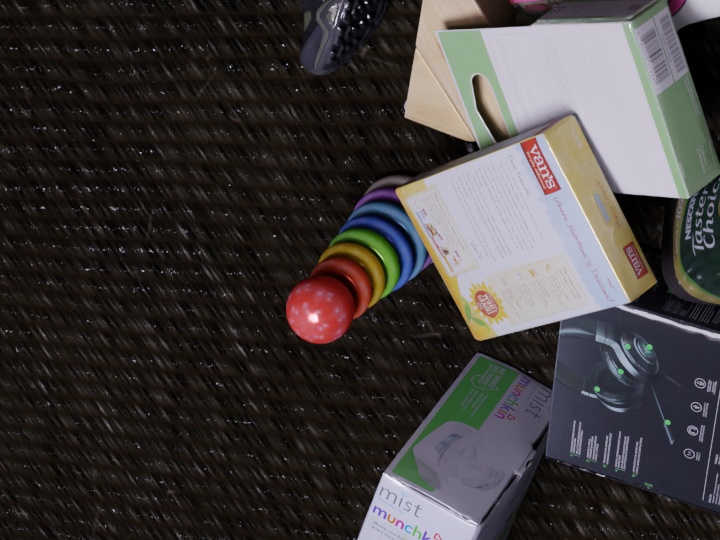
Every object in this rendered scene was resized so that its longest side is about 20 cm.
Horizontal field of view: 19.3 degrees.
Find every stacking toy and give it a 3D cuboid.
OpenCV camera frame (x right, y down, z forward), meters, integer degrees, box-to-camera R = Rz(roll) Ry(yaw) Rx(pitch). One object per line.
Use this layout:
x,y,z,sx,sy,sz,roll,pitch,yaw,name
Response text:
0.000,0.000,1.724,0.085,0.200,0.085,14,124,22,stacking toy

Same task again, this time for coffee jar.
0.294,-0.035,1.554,0.085,0.104,0.200,8,167,-16,coffee jar

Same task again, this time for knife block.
0.129,-0.144,1.654,0.175,0.064,0.200,20,126,17,knife block

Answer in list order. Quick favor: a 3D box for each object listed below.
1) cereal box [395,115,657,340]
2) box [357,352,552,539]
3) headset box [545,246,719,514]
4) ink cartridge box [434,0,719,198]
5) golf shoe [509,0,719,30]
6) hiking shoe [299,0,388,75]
0.125,-0.028,1.631,0.200,0.040,0.144,-17,103,55,cereal box
0.078,0.201,1.802,0.097,0.200,0.177,28,129,12,box
0.250,0.086,1.704,0.200,0.093,0.174,16,125,21,headset box
0.160,-0.128,1.576,0.200,0.048,0.146,7,127,50,ink cartridge box
0.209,-0.192,1.577,0.200,0.073,0.092,-2,119,36,golf shoe
-0.028,-0.256,1.679,0.101,0.076,0.200,26,119,24,hiking shoe
